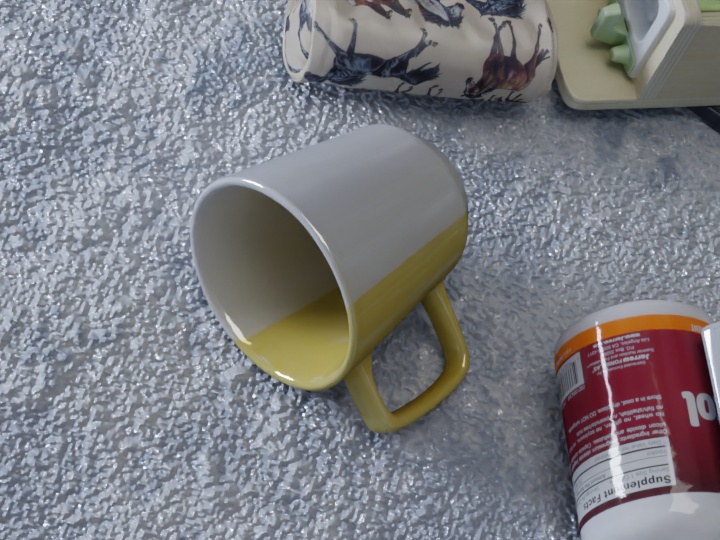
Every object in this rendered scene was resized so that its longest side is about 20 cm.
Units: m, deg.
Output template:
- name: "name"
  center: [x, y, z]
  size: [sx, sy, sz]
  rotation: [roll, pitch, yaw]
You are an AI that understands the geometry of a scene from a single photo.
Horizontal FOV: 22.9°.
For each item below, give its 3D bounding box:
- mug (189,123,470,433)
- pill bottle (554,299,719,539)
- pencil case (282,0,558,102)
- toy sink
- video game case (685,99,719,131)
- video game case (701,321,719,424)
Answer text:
- name: "mug"
  center: [-0.007, -0.007, 1.179]
  size: [0.149, 0.187, 0.153]
  rotation: [22, 41, 37]
- name: "pill bottle"
  center: [0.193, 0.130, 1.148]
  size: [0.112, 0.113, 0.201]
  rotation: [2, 62, -14]
- name: "pencil case"
  center: [0.041, -0.171, 1.296]
  size: [0.199, 0.078, 0.090]
  rotation: [4, 48, -13]
- name: "toy sink"
  center: [0.247, -0.207, 1.331]
  size: [0.199, 0.112, 0.131]
  rotation: [-3, 62, -16]
- name: "video game case"
  center: [0.294, -0.205, 1.418]
  size: [0.143, 0.019, 0.200]
  rotation: [37, 60, 7]
- name: "video game case"
  center: [0.280, 0.152, 1.145]
  size: [0.182, 0.023, 0.201]
  rotation: [33, 43, -50]
